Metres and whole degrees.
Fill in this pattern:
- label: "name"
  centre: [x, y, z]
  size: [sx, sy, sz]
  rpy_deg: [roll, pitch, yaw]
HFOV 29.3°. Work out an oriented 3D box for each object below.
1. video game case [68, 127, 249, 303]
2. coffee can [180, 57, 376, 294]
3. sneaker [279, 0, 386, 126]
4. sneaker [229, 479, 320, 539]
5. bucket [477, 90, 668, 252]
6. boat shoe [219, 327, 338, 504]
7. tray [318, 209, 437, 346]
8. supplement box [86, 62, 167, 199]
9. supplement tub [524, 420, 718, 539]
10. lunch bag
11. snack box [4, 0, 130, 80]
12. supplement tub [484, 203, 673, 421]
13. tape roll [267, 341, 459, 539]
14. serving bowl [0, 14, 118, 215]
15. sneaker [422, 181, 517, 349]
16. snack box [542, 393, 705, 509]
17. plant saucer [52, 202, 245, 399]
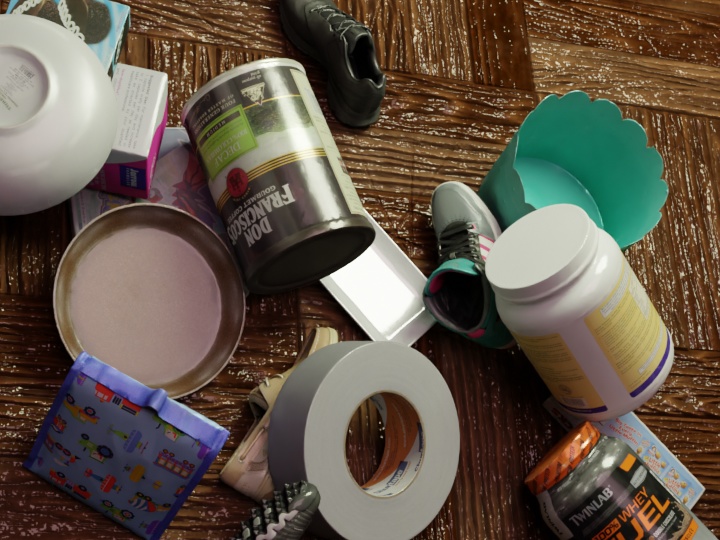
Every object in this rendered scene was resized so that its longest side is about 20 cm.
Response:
- label: "video game case"
  centre: [-0.219, -0.061, 1.470]
  size: [0.180, 0.023, 0.202]
  rpy_deg: [-2, 66, -23]
- label: "coffee can"
  centre: [-0.087, -0.097, 1.444]
  size: [0.145, 0.147, 0.202]
  rpy_deg: [-15, 72, -27]
- label: "sneaker"
  centre: [-0.024, -0.271, 1.611]
  size: [0.075, 0.091, 0.201]
  rpy_deg: [-26, 76, -28]
- label: "sneaker"
  centre: [-0.091, 0.288, 1.291]
  size: [0.090, 0.067, 0.201]
  rpy_deg: [38, 96, -14]
- label: "bucket"
  centre: [0.240, -0.087, 1.601]
  size: [0.205, 0.135, 0.210]
  rpy_deg: [8, 63, -17]
- label: "boat shoe"
  centre: [-0.080, 0.136, 1.402]
  size: [0.064, 0.071, 0.202]
  rpy_deg: [28, 60, -8]
- label: "tray"
  centre: [0.000, 0.000, 1.529]
  size: [0.107, 0.022, 0.200]
  rpy_deg: [-39, 84, -31]
- label: "supplement box"
  centre: [-0.303, -0.157, 1.411]
  size: [0.197, 0.101, 0.105]
  rpy_deg: [10, 66, -3]
- label: "supplement tub"
  centre: [0.275, 0.264, 1.453]
  size: [0.200, 0.123, 0.122]
  rpy_deg: [46, 58, 4]
- label: "lunch bag"
  centre: [-0.211, 0.152, 1.264]
  size: [0.150, 0.200, 0.095]
  rpy_deg: [31, 58, -5]
- label: "snack box"
  centre: [-0.308, -0.181, 1.344]
  size: [0.115, 0.037, 0.202]
  rpy_deg: [15, 68, -2]
- label: "supplement tub"
  centre: [0.231, 0.045, 1.461]
  size: [0.201, 0.144, 0.146]
  rpy_deg: [54, 52, -29]
- label: "tape roll"
  centre: [0.005, 0.171, 1.374]
  size: [0.198, 0.066, 0.203]
  rpy_deg: [2, 87, -39]
- label: "serving bowl"
  centre: [-0.326, -0.156, 1.277]
  size: [0.197, 0.066, 0.203]
  rpy_deg: [2, 69, -6]
- label: "sneaker"
  centre: [0.107, -0.009, 1.519]
  size: [0.120, 0.083, 0.202]
  rpy_deg: [6, 59, -61]
- label: "snack box"
  centre: [0.297, 0.199, 1.550]
  size: [0.200, 0.024, 0.072]
  rpy_deg: [47, 57, 5]
- label: "plant saucer"
  centre: [-0.215, 0.033, 1.400]
  size: [0.198, 0.032, 0.203]
  rpy_deg: [4, 79, -22]
